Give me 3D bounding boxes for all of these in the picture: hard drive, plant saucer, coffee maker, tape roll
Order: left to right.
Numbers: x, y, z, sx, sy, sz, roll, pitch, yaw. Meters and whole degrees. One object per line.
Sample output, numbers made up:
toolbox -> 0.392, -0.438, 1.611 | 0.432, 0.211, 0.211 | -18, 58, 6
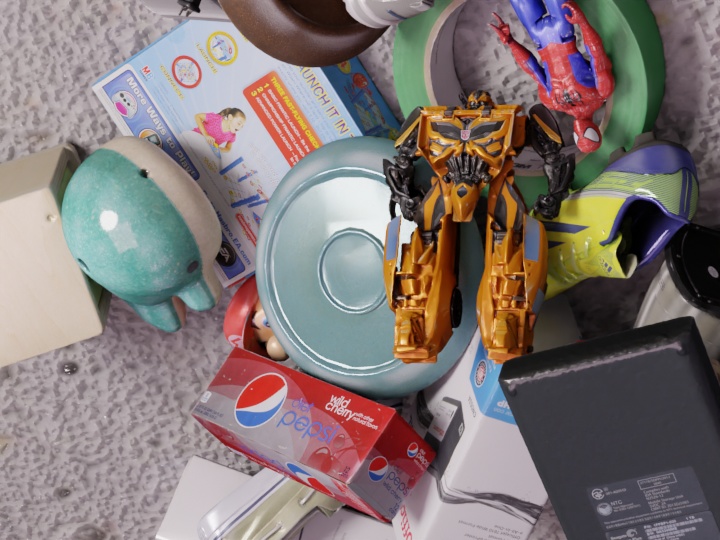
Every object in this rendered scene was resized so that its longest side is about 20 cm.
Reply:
plant saucer -> -0.025, -0.245, 1.515 | 0.032, 0.199, 0.202 | 9, 120, 50
plant saucer -> 0.000, 0.000, 1.621 | 0.198, 0.027, 0.202 | 3, 97, 28
tape roll -> 0.123, -0.147, 1.576 | 0.199, 0.048, 0.202 | 12, 118, 22
hard drive -> 0.193, 0.135, 1.465 | 0.138, 0.033, 0.201 | -15, 115, 23
coffee maker -> 0.268, 0.094, 1.567 | 0.191, 0.135, 0.201 | 30, 125, 10

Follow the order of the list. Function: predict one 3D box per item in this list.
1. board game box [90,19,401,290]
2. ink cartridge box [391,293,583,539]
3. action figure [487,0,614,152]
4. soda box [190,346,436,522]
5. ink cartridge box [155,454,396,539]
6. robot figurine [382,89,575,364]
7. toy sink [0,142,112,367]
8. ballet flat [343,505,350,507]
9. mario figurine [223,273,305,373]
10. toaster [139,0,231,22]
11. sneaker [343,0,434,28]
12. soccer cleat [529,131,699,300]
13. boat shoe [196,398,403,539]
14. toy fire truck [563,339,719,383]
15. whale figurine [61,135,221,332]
board game box -> -0.083, -0.115, 1.693 | 0.195, 0.056, 0.201 | -28, 99, 34
ink cartridge box -> 0.095, 0.125, 1.633 | 0.083, 0.145, 0.201 | 16, 116, -16
action figure -> 0.131, -0.176, 1.503 | 0.065, 0.052, 0.201 | -14, 109, 27
soda box -> -0.038, 0.124, 1.642 | 0.199, 0.070, 0.063 | 19, 159, 47
ink cartridge box -> -0.055, 0.245, 1.800 | 0.198, 0.086, 0.147 | 16, 157, 19
robot figurine -> 0.079, -0.034, 1.532 | 0.144, 0.058, 0.202 | 0, 78, 18
toy sink -> -0.272, -0.023, 1.789 | 0.111, 0.200, 0.131 | -18, 106, 2
ballet flat -> 0.011, 0.176, 1.780 | 0.199, 0.072, 0.073 | 3, 115, 26
mario figurine -> -0.020, 0.046, 1.706 | 0.198, 0.106, 0.125 | -7, 89, 24
toaster -> -0.104, -0.257, 1.552 | 0.129, 0.201, 0.114 | 6, 152, 50
sneaker -> 0.049, -0.268, 1.500 | 0.082, 0.074, 0.202 | 7, 88, 51
soccer cleat -> 0.169, -0.021, 1.544 | 0.064, 0.084, 0.200 | 17, 143, -28
boat shoe -> -0.038, 0.171, 1.722 | 0.200, 0.072, 0.062 | -38, 77, -5
toy fire truck -> 0.224, 0.107, 1.489 | 0.200, 0.049, 0.141 | 40, 122, -9
whale figurine -> -0.181, -0.013, 1.702 | 0.159, 0.104, 0.201 | 42, 153, 18
